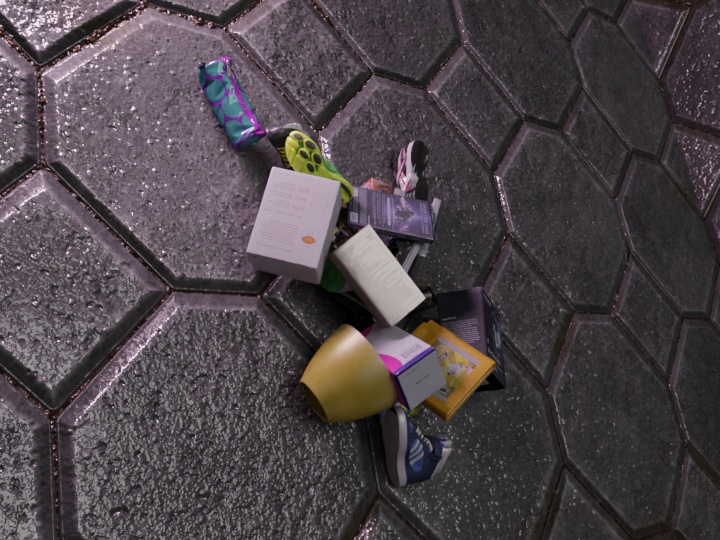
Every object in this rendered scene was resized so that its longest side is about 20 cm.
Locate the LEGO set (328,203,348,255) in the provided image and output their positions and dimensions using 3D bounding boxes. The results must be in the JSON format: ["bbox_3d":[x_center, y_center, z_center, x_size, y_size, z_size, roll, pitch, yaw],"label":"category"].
[{"bbox_3d":[-0.086,-0.116,1.696,0.154,0.116,0.200,49,47,-11],"label":"LEGO set"}]

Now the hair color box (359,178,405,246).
[{"bbox_3d":[0.054,-0.115,1.855,0.111,0.064,0.201,17,59,-33],"label":"hair color box"}]

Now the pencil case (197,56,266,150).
[{"bbox_3d":[-0.284,-0.371,1.664,0.085,0.092,0.201,-27,90,-44],"label":"pencil case"}]

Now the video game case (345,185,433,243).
[{"bbox_3d":[0.066,-0.129,1.711,0.199,0.019,0.143,12,41,-9],"label":"video game case"}]

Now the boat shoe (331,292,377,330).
[{"bbox_3d":[0.005,0.119,1.702,0.199,0.074,0.066,37,80,-13],"label":"boat shoe"}]

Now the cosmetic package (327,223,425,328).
[{"bbox_3d":[0.033,0.014,1.585,0.103,0.073,0.200,-38,93,-13],"label":"cosmetic package"}]

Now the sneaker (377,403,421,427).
[{"bbox_3d":[0.099,0.274,1.703,0.105,0.076,0.200,52,47,-8],"label":"sneaker"}]

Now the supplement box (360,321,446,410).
[{"bbox_3d":[0.073,0.193,1.581,0.101,0.200,0.104,-32,120,-19],"label":"supplement box"}]

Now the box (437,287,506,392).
[{"bbox_3d":[0.270,0.172,1.816,0.197,0.117,0.201,45,39,-58],"label":"box"}]

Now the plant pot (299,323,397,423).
[{"bbox_3d":[-0.039,0.233,1.546,0.142,0.200,0.201,-33,93,-19],"label":"plant pot"}]

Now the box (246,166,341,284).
[{"bbox_3d":[-0.135,-0.093,1.579,0.151,0.106,0.201,14,72,5],"label":"box"}]

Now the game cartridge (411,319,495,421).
[{"bbox_3d":[0.170,0.215,1.674,0.200,0.033,0.176,33,64,30],"label":"game cartridge"}]

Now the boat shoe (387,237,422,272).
[{"bbox_3d":[0.088,-0.041,1.692,0.057,0.069,0.201,41,51,-22],"label":"boat shoe"}]

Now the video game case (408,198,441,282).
[{"bbox_3d":[0.145,-0.046,1.818,0.022,0.200,0.183,19,54,1],"label":"video game case"}]

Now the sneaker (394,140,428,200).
[{"bbox_3d":[0.127,-0.236,1.969,0.080,0.086,0.201,14,83,-34],"label":"sneaker"}]

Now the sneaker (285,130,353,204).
[{"bbox_3d":[-0.099,-0.224,1.662,0.074,0.084,0.200,-43,117,0],"label":"sneaker"}]

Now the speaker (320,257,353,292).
[{"bbox_3d":[0.000,0.000,1.699,0.199,0.088,0.089,-7,75,-45],"label":"speaker"}]

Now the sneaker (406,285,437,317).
[{"bbox_3d":[0.103,0.062,1.730,0.200,0.106,0.075,17,55,-67],"label":"sneaker"}]

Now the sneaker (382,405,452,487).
[{"bbox_3d":[0.130,0.365,1.626,0.146,0.081,0.201,-13,113,-25],"label":"sneaker"}]

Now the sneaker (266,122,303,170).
[{"bbox_3d":[-0.153,-0.274,1.696,0.200,0.074,0.085,21,60,-74],"label":"sneaker"}]
